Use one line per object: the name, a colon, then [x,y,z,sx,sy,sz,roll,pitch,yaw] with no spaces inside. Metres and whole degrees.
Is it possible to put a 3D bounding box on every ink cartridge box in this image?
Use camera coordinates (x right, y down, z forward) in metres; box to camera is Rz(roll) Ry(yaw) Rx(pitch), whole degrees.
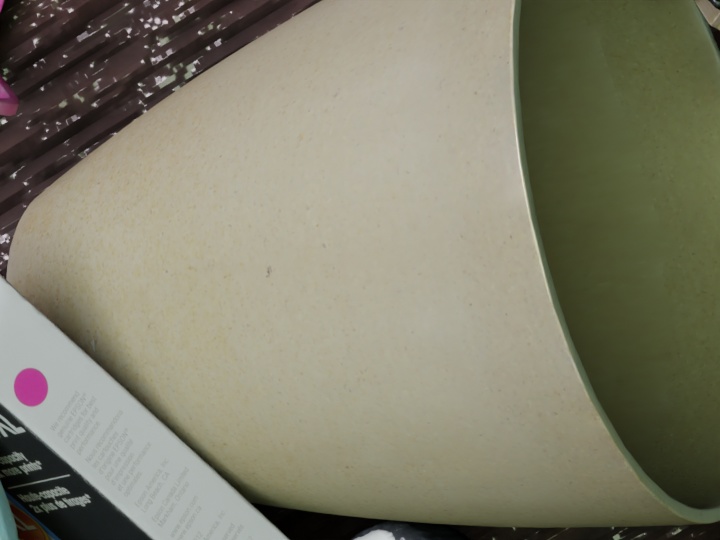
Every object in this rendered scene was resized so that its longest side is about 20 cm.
ink cartridge box: [-0.089,0.061,0.838,0.200,0.094,0.037,46,59,-20]

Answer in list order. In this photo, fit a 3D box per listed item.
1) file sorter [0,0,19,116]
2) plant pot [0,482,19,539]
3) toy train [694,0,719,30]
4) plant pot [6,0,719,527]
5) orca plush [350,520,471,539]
file sorter: [-0.135,-0.164,0.841,0.138,0.125,0.201,18,99,-22]
plant pot: [-0.220,0.110,0.739,0.195,0.200,0.201,-18,93,24]
toy train: [0.083,-0.132,0.822,0.046,0.200,0.034,22,120,-30]
plant pot: [0.000,0.000,0.851,0.199,0.187,0.188,-13,94,27]
orca plush: [0.015,0.160,0.908,0.105,0.071,0.201,31,122,47]
